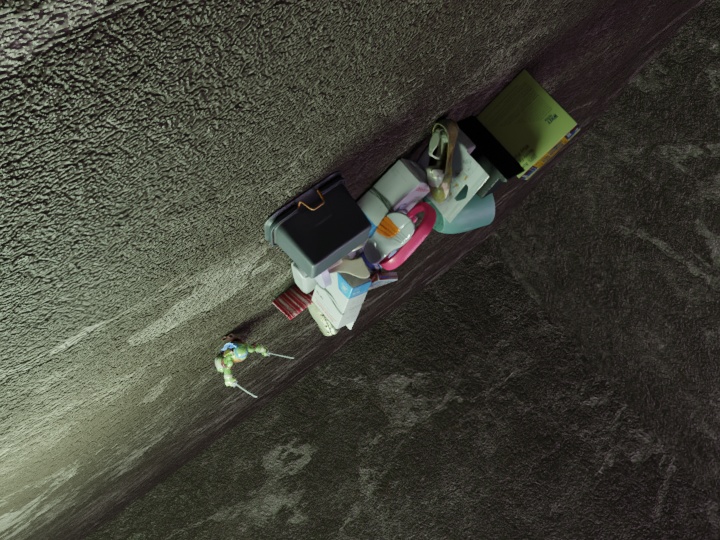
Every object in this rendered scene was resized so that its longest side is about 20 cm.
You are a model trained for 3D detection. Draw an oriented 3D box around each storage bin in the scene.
[{"bbox_3d":[-0.077,-0.089,1.265,0.200,0.134,0.146,-37,169,-18],"label":"storage bin"}]

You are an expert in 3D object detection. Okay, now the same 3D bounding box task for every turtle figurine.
[{"bbox_3d":[-0.329,0.271,1.743,0.194,0.200,0.144,-12,-126,63],"label":"turtle figurine"}]

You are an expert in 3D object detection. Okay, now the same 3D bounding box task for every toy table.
[{"bbox_3d":[-0.066,-0.041,1.409,0.117,0.184,0.200,-29,-157,-10],"label":"toy table"}]

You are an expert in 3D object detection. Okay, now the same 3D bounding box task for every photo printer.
[{"bbox_3d":[-0.085,-0.033,1.618,0.200,0.069,0.166,-37,169,-14],"label":"photo printer"}]

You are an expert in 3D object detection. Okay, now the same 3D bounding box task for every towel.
[{"bbox_3d":[-0.139,0.054,1.698,0.200,0.023,0.145,-37,-153,-13],"label":"towel"}]

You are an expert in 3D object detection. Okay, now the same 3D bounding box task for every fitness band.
[{"bbox_3d":[0.117,-0.087,1.571,0.200,0.037,0.144,-50,-157,9],"label":"fitness band"}]

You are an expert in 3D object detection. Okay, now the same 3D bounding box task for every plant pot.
[{"bbox_3d":[0.290,-0.206,1.891,0.161,0.201,0.201,-23,164,-15],"label":"plant pot"}]

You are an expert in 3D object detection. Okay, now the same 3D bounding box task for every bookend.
[{"bbox_3d":[0.289,-0.262,1.623,0.092,0.200,0.199,-30,164,-39],"label":"bookend"}]

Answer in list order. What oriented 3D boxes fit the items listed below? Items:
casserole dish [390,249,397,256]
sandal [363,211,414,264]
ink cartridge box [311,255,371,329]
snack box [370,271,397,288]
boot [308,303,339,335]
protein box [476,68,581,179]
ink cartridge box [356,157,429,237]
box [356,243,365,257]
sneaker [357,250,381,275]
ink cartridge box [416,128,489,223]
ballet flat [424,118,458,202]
[{"bbox_3d":[0.055,-0.044,1.924,0.200,0.039,0.121,-37,-155,-4],"label":"casserole dish"},{"bbox_3d":[0.075,-0.087,1.508,0.059,0.079,0.207,-30,173,-38],"label":"sandal"},{"bbox_3d":[-0.056,0.064,1.564,0.067,0.116,0.200,-22,148,-37],"label":"ink cartridge box"},{"bbox_3d":[0.011,0.041,1.704,0.072,0.024,0.200,-2,166,-41],"label":"snack box"},{"bbox_3d":[-0.101,0.115,1.771,0.072,0.155,0.200,-33,-168,-20],"label":"boot"},{"bbox_3d":[0.441,-0.384,1.641,0.199,0.200,0.135,-45,168,22],"label":"protein box"},{"bbox_3d":[0.076,-0.178,1.545,0.200,0.086,0.146,-42,169,20],"label":"ink cartridge box"},{"bbox_3d":[0.060,-0.096,1.799,0.200,0.041,0.156,-36,147,-12],"label":"box"},{"bbox_3d":[0.000,0.000,1.690,0.088,0.075,0.200,-25,169,-11],"label":"sneaker"},{"bbox_3d":[0.228,-0.246,1.546,0.044,0.174,0.200,-32,166,-37],"label":"ink cartridge box"},{"bbox_3d":[0.185,-0.261,1.462,0.071,0.071,0.200,-21,124,-59],"label":"ballet flat"}]
